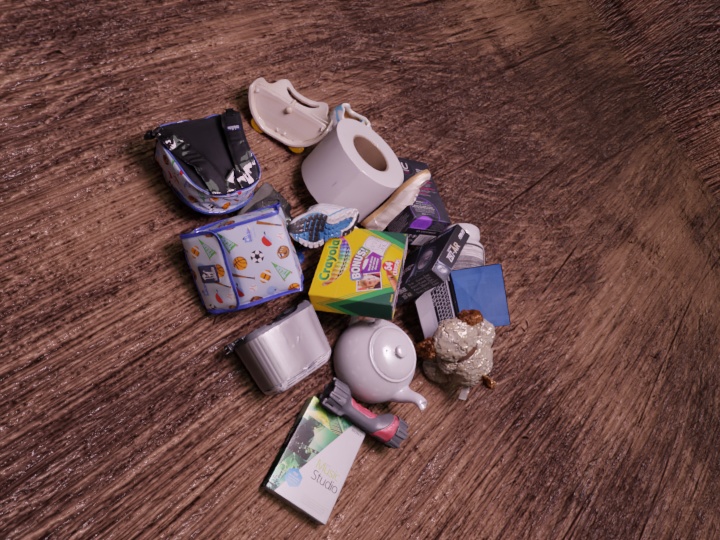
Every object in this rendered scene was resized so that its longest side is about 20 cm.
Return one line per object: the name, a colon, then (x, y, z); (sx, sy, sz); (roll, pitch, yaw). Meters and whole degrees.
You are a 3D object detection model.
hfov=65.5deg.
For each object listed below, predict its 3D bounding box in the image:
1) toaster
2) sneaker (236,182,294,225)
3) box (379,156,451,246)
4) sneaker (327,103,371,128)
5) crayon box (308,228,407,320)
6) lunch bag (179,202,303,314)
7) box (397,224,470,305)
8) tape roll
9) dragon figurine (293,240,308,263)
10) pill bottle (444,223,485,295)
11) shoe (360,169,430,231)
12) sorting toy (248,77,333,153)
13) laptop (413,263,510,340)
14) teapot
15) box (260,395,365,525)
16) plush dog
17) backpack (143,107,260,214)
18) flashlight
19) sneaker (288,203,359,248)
toaster: (-0.154, 0.156, 1.104); (0.200, 0.114, 0.129); (-30, 91, -40)
sneaker: (-0.209, -0.093, 1.192); (0.114, 0.076, 0.200); (36, 49, -7)
box: (0.123, -0.172, 1.405); (0.122, 0.106, 0.200); (5, 55, -33)
sneaker: (0.001, -0.337, 1.433); (0.200, 0.081, 0.077); (41, 52, -14)
crayon box: (0.000, 0.000, 1.186); (0.172, 0.058, 0.200); (7, 50, 9)
lunch bag: (-0.227, -0.018, 1.078); (0.200, 0.124, 0.170); (-15, 105, 0)
box: (0.153, -0.009, 1.321); (0.044, 0.200, 0.160); (42, 54, -11)
tape roll: (-0.018, -0.231, 1.304); (0.203, 0.139, 0.203); (30, 39, -27)
dragon figurine: (-0.159, -0.025, 1.183); (0.059, 0.099, 0.200); (48, 52, -7)
pill bottle: (0.264, -0.013, 1.451); (0.116, 0.116, 0.200); (17, 61, -27)
shoe: (0.090, -0.155, 1.297); (0.053, 0.200, 0.070); (50, 17, 1)
sorting toy: (-0.157, -0.389, 1.345); (0.200, 0.107, 0.180); (29, 44, -8)
laptop: (0.245, 0.101, 1.331); (0.200, 0.116, 0.187); (-40, 127, -33)
teapot: (0.046, 0.183, 1.205); (0.200, 0.146, 0.198); (26, 58, -21)
box: (-0.087, 0.371, 1.106); (0.144, 0.036, 0.200); (39, 53, -15)
plush dog: (0.224, 0.179, 1.262); (0.200, 0.160, 0.172); (-39, 122, 2)
backpack: (-0.301, -0.204, 1.125); (0.200, 0.154, 0.191); (-27, 69, -31)
flashlight: (0.009, 0.293, 1.158); (0.200, 0.068, 0.068); (40, 96, -18)
sneaker: (-0.092, -0.102, 1.167); (0.087, 0.075, 0.200); (27, 24, 27)
